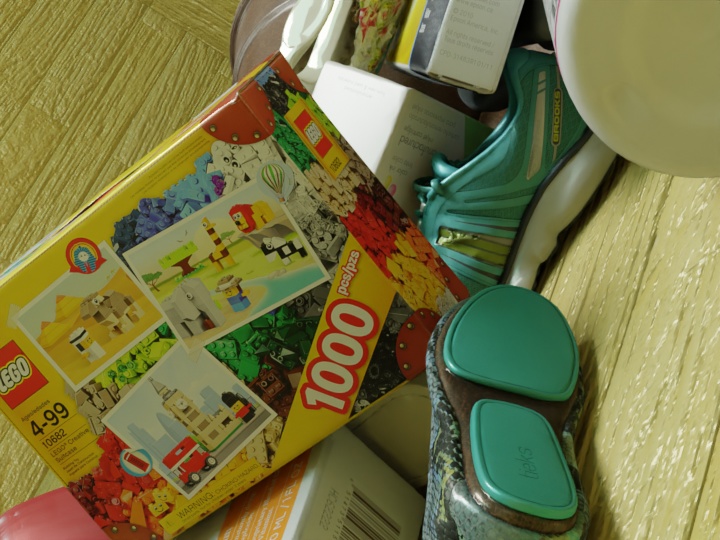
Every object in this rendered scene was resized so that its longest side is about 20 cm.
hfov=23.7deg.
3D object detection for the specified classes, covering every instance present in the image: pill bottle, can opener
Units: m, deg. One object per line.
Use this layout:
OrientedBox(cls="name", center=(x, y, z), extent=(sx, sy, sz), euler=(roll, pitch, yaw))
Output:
OrientedBox(cls="pill bottle", center=(0.134, -0.122, 0.732), extent=(0.114, 0.113, 0.200), euler=(-54, 10, 19))
OrientedBox(cls="can opener", center=(0.098, -0.128, 0.957), extent=(0.200, 0.052, 0.067), euler=(180, 88, -81))

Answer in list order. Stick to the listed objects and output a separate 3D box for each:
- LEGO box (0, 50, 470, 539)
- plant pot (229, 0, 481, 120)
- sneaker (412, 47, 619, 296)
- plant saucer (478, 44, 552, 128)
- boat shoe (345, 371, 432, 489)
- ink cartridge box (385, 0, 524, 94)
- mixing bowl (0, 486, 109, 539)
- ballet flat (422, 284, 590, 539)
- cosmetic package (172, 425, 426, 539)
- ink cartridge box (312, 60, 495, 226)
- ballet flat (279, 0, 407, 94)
OrientedBox(cls="LEGO box", center=(-0.073, 0.020, 0.808), extent=(0.200, 0.149, 0.077), euler=(-36, 10, 23))
OrientedBox(cls="plant pot", center=(-0.003, -0.080, 1.122), extent=(0.200, 0.200, 0.199), euler=(-50, 20, 38))
OrientedBox(cls="sneaker", center=(0.060, -0.024, 0.902), extent=(0.201, 0.079, 0.078), euler=(-59, 9, 9))
OrientedBox(cls="plant saucer", center=(0.137, -0.143, 1.022), extent=(0.201, 0.037, 0.200), euler=(-56, 9, 14))
OrientedBox(cls="boat shoe", center=(0.003, 0.083, 0.879), extent=(0.200, 0.072, 0.060), euler=(-36, 14, 49))
OrientedBox(cls="ink cartridge box", center=(0.070, -0.195, 0.904), extent=(0.198, 0.047, 0.201), euler=(-118, 44, -82))
OrientedBox(cls="mixing bowl", center=(-0.197, 0.223, 1.114), extent=(0.200, 0.108, 0.201), euler=(-172, 90, -68))
OrientedBox(cls="ballet flat", center=(0.053, 0.072, 0.695), extent=(0.074, 0.074, 0.200), euler=(-54, 7, 23))
OrientedBox(cls="cosmetic package", center=(-0.068, 0.165, 0.842), extent=(0.200, 0.071, 0.102), euler=(-34, 24, 34))
OrientedBox(cls="ink cartridge box", center=(0.000, 0.000, 0.945), extent=(0.067, 0.117, 0.201), euler=(24, 94, 38))
OrientedBox(cls="ballet flat", center=(-0.032, -0.098, 0.972), extent=(0.064, 0.075, 0.201), euler=(14, -87, -56))
